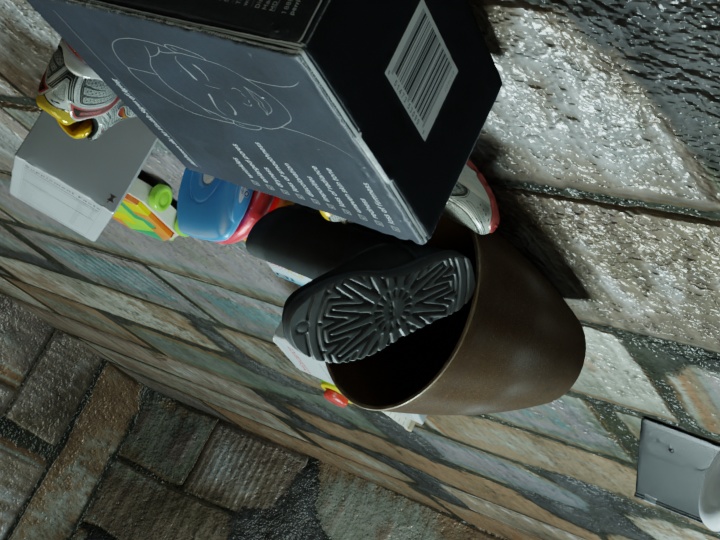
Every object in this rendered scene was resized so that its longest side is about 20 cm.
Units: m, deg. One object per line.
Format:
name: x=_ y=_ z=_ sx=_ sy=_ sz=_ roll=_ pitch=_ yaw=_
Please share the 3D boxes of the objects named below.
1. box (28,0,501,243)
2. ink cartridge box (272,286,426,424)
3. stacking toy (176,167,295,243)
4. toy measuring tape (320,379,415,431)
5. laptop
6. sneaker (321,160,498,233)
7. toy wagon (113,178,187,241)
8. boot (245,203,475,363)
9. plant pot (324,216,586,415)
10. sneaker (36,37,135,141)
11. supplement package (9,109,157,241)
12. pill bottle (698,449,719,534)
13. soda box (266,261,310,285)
box: x=-0.049 y=-0.134 z=0.639 sx=0.196 sy=0.125 sz=0.200 roll=17 pitch=162 yaw=29
ink cartridge box: x=0.001 y=0.111 z=1.458 sx=0.199 sy=0.085 sz=0.145 roll=21 pitch=163 yaw=19
stacking toy: x=-0.058 y=-0.055 z=1.021 sx=0.199 sy=0.117 sz=0.109 roll=24 pitch=172 yaw=-35
toy measuring tape: x=0.000 y=0.201 z=1.785 sx=0.199 sy=0.074 sz=0.073 roll=35 pitch=163 yaw=-23
laptop: x=0.433 y=0.244 z=1.304 sx=0.186 sy=0.117 sz=0.200 roll=19 pitch=-168 yaw=29
sneaker: x=0.011 y=-0.065 z=0.840 sx=0.199 sy=0.083 sz=0.078 roll=20 pitch=164 yaw=20
toy wagon: x=-0.280 y=-0.080 z=1.394 sx=0.154 sy=0.040 sz=0.200 roll=20 pitch=163 yaw=28
boot: x=-0.034 y=-0.004 z=0.866 sx=0.164 sy=0.066 sz=0.200 roll=-12 pitch=-153 yaw=-33
plant pot: x=0.100 y=0.049 z=0.964 sx=0.199 sy=0.188 sz=0.186 roll=20 pitch=172 yaw=-38
sneaker: x=-0.229 y=-0.155 z=0.940 sx=0.078 sy=0.082 sz=0.200 roll=36 pitch=-178 yaw=1
supplement package: x=-0.290 y=-0.116 z=1.159 sx=0.113 sy=0.110 sz=0.200 roll=31 pitch=165 yaw=-14
pill bottle: x=0.447 y=0.246 z=1.090 sx=0.199 sy=0.113 sz=0.112 roll=27 pitch=165 yaw=0
soda box: x=0.000 y=0.000 z=1.137 sx=0.199 sy=0.064 sz=0.068 roll=22 pitch=164 yaw=21
